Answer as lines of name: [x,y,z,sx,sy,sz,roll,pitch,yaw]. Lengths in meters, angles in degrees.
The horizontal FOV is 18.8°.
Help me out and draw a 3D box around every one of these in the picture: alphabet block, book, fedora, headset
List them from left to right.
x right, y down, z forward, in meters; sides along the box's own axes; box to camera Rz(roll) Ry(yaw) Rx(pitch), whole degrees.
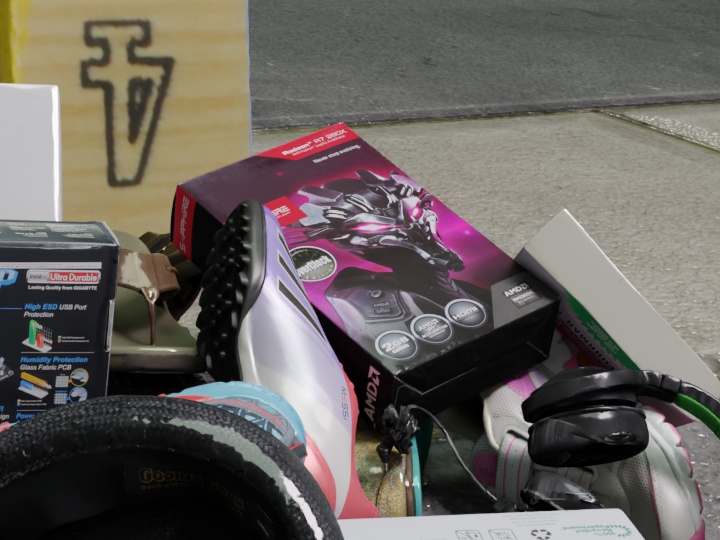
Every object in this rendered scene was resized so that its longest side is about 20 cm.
alphabet block: [-0.209,-0.111,1.521,0.200,0.197,0.195,-7,6,-40]
fedora: [-0.097,0.150,0.892,0.200,0.201,0.092,11,-19,12]
headset: [0.108,0.103,1.106,0.199,0.124,0.094,12,-16,5]
book: [0.140,0.037,1.271,0.134,0.048,0.200,48,-8,4]

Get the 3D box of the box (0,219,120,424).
box: [-0.225,0.054,1.078,0.199,0.160,0.046,1,16,-20]

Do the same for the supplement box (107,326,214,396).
supplement box: [-0.184,0.072,1.210,0.199,0.061,0.109,1,18,-19]

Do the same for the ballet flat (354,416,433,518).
ballet flat: [0.006,0.097,1.213,0.070,0.071,0.200,8,17,2]

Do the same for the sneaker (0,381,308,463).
sneaker: [-0.122,0.103,0.998,0.199,0.080,0.096,-20,7,-1]

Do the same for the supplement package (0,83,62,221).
supplement package: [-0.236,-0.023,1.257,0.113,0.110,0.200,1,-17,-12]

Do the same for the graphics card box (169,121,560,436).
graphics card box: [0.000,0.000,1.219,0.125,0.051,0.200,-22,48,-33]

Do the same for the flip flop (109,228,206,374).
flip flop: [-0.134,0.009,1.230,0.081,0.058,0.200,3,22,-15]

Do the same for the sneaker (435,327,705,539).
sneaker: [0.110,0.106,1.206,0.088,0.082,0.200,-26,43,-23]

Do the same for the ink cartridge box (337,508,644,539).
ink cartridge box: [0.059,0.169,0.960,0.196,0.043,0.200,0,22,-16]

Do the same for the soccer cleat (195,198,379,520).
soccer cleat: [-0.038,0.052,1.130,0.073,0.068,0.201,10,50,-25]

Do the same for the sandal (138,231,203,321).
sandal: [-0.125,0.010,1.375,0.200,0.054,0.080,-21,22,51]
